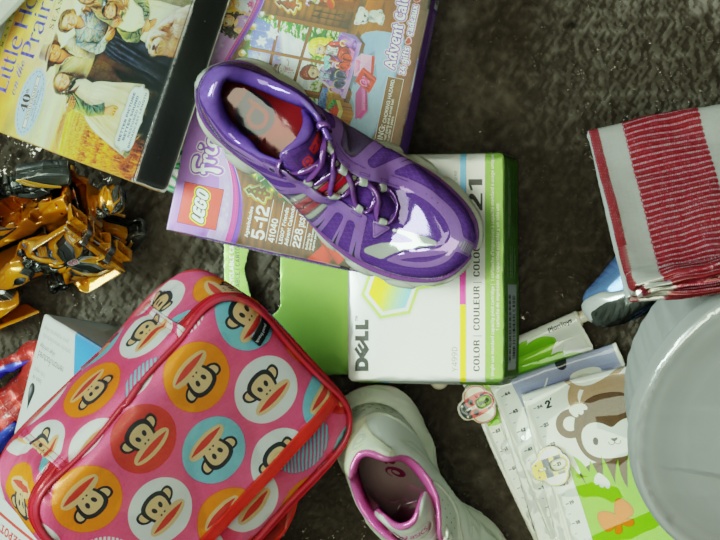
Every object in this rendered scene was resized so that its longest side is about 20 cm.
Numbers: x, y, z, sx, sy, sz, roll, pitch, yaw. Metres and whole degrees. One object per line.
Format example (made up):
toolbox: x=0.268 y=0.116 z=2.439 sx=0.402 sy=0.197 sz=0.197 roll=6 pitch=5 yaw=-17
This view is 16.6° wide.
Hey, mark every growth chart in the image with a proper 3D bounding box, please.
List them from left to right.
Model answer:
growth chart: x=0.153 y=0.122 z=1.618 sx=0.144 sy=0.018 sz=0.200 roll=-30 pitch=88 yaw=12

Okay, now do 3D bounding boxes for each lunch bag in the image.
lunch bag: x=-0.107 y=0.119 z=1.531 sx=0.200 sy=0.082 sz=0.176 roll=-47 pitch=123 yaw=-8

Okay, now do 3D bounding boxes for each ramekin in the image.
ramekin: x=0.255 y=0.078 z=1.530 sx=0.202 sy=0.094 sz=0.203 roll=-3 pitch=114 yaw=-7

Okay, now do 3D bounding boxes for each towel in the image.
towel: x=0.246 y=-0.052 z=1.482 sx=0.199 sy=0.144 sz=0.023 roll=-9 pitch=139 yaw=1

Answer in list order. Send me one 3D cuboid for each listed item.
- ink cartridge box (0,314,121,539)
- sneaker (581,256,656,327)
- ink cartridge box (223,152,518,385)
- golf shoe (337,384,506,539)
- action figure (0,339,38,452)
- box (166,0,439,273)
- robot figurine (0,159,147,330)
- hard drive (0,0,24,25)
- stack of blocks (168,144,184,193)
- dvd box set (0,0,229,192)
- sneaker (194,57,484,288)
ink cartridge box: x=-0.180 y=0.142 z=1.607 sx=0.068 sy=0.116 sz=0.201 roll=11 pitch=97 yaw=-33
sneaker: x=0.209 y=-0.046 z=1.570 sx=0.077 sy=0.076 sz=0.200 roll=44 pitch=92 yaw=10
ink cartridge box: x=0.000 y=0.000 z=1.598 sx=0.199 sy=0.076 sz=0.148 roll=-1 pitch=89 yaw=11
golf shoe: x=0.041 y=0.172 z=1.595 sx=0.075 sy=0.092 sz=0.200 roll=-32 pitch=106 yaw=12
action figure: x=-0.252 y=0.103 z=1.677 sx=0.200 sy=0.052 sz=0.066 roll=-37 pitch=94 yaw=7
box: x=-0.034 y=-0.108 z=1.547 sx=0.136 sy=0.039 sz=0.201 roll=12 pitch=91 yaw=9
robot figurine: x=-0.239 y=-0.007 z=1.624 sx=0.199 sy=0.145 sz=0.058 roll=-21 pitch=58 yaw=20
hard drive: x=-0.256 y=-0.219 z=1.625 sx=0.200 sy=0.027 sz=0.132 roll=-44 pitch=57 yaw=11
stack of blocks: x=-0.097 y=-0.152 z=1.615 sx=0.115 sy=0.059 sz=0.201 roll=26 pitch=100 yaw=7
dvd box set: x=-0.168 y=-0.142 z=1.577 sx=0.200 sy=0.029 sz=0.147 roll=22 pitch=93 yaw=47
sneaker: x=-0.019 y=-0.056 z=1.480 sx=0.200 sy=0.083 sz=0.081 roll=32 pitch=92 yaw=2
